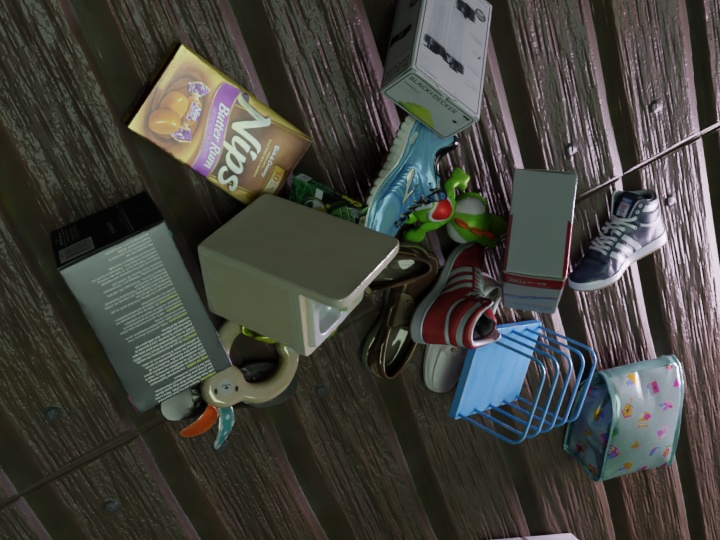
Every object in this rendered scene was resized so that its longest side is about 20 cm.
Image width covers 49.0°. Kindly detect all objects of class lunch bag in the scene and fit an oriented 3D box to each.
[{"bbox_3d":[0.454,0.239,1.345,0.170,0.122,0.201,-7,116,-21],"label":"lunch bag"}]

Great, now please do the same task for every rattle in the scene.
[{"bbox_3d":[-0.138,0.139,1.010,0.200,0.143,0.130,-51,124,-27],"label":"rattle"}]

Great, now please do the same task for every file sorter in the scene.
[{"bbox_3d":[0.250,0.165,1.184,0.200,0.122,0.139,-1,110,-51],"label":"file sorter"}]

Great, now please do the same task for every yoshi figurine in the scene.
[{"bbox_3d":[0.109,-0.093,1.108,0.199,0.112,0.112,24,56,-15],"label":"yoshi figurine"}]

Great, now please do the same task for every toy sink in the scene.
[{"bbox_3d":[-0.067,0.011,0.923,0.130,0.199,0.112,-46,146,-41],"label":"toy sink"}]

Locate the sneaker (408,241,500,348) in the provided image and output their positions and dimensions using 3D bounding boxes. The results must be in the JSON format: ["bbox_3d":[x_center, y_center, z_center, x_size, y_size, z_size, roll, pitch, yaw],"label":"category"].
[{"bbox_3d":[0.161,0.034,1.109,0.200,0.112,0.071,-54,137,-34],"label":"sneaker"}]

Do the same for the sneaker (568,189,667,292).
[{"bbox_3d":[0.399,-0.055,1.245,0.200,0.070,0.109,-31,122,-19],"label":"sneaker"}]

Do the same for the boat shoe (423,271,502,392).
[{"bbox_3d":[0.156,0.101,1.192,0.071,0.069,0.201,16,101,-27],"label":"boat shoe"}]

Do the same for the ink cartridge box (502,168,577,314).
[{"bbox_3d":[0.243,-0.034,1.089,0.082,0.200,0.146,6,75,11],"label":"ink cartridge box"}]

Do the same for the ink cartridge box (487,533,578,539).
[{"bbox_3d":[0.302,0.558,1.407,0.199,0.083,0.146,4,106,-25],"label":"ink cartridge box"}]

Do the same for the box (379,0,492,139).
[{"bbox_3d":[0.097,-0.277,0.978,0.116,0.060,0.201,29,55,-30],"label":"box"}]

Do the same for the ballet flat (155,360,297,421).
[{"bbox_3d":[-0.183,0.167,1.085,0.199,0.046,0.068,-10,90,-27],"label":"ballet flat"}]

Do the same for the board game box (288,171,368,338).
[{"bbox_3d":[-0.058,-0.016,1.012,0.023,0.105,0.201,-34,145,-49],"label":"board game box"}]

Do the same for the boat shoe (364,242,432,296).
[{"bbox_3d":[0.000,0.000,1.068,0.199,0.072,0.072,-2,103,-5],"label":"boat shoe"}]

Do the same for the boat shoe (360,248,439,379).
[{"bbox_3d":[0.069,0.067,1.141,0.076,0.072,0.201,16,101,-28],"label":"boat shoe"}]

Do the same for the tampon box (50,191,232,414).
[{"bbox_3d":[-0.261,0.035,0.938,0.126,0.150,0.201,-26,116,-14],"label":"tampon box"}]

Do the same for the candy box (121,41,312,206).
[{"bbox_3d":[-0.171,-0.170,0.962,0.200,0.056,0.117,33,92,-31],"label":"candy box"}]

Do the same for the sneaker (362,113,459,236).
[{"bbox_3d":[0.063,-0.098,0.995,0.090,0.078,0.201,24,93,7],"label":"sneaker"}]
